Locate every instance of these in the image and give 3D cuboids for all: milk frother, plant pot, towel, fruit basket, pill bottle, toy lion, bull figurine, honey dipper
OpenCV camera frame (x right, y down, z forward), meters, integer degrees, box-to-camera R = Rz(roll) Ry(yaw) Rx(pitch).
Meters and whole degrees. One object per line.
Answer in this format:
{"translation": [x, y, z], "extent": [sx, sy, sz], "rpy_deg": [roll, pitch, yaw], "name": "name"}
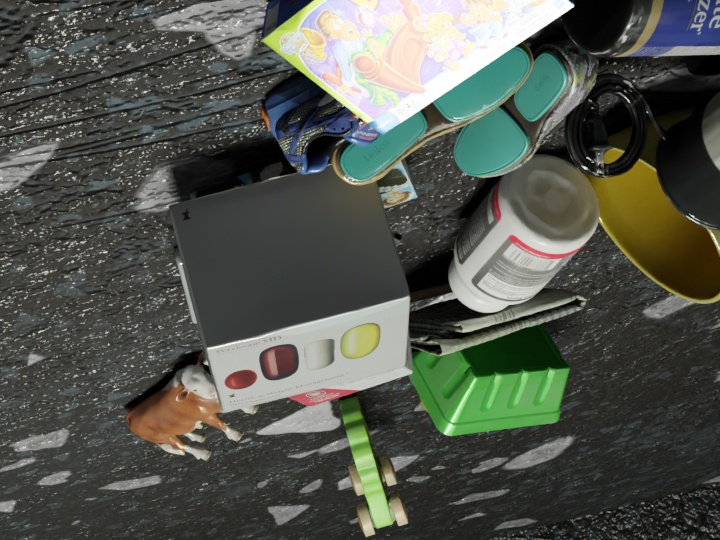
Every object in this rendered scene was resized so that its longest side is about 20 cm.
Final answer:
{"translation": [0.316, -0.138, 1.490], "extent": [0.200, 0.181, 0.188], "rpy_deg": [-21, 167, -28], "name": "milk frother"}
{"translation": [0.345, -0.088, 1.686], "extent": [0.142, 0.200, 0.200], "rpy_deg": [-40, 164, -15], "name": "plant pot"}
{"translation": [0.129, 0.049, 1.922], "extent": [0.200, 0.035, 0.193], "rpy_deg": [-17, -168, -24], "name": "towel"}
{"translation": [0.154, 0.160, 2.220], "extent": [0.215, 0.156, 0.216], "rpy_deg": [-19, 144, -14], "name": "fruit basket"}
{"translation": [0.268, -0.229, 1.333], "extent": [0.200, 0.112, 0.112], "rpy_deg": [-6, 157, -28], "name": "pill bottle"}
{"translation": [0.165, -0.031, 1.761], "extent": [0.111, 0.111, 0.200], "rpy_deg": [-8, 158, -23], "name": "pill bottle"}
{"translation": [0.006, 0.259, 2.331], "extent": [0.069, 0.192, 0.200], "rpy_deg": [-17, -160, 0], "name": "toy lion"}
{"translation": [-0.205, 0.170, 2.031], "extent": [0.121, 0.065, 0.200], "rpy_deg": [35, 142, -23], "name": "bull figurine"}
{"translation": [0.085, 0.027, 1.956], "extent": [0.200, 0.038, 0.038], "rpy_deg": [-16, 160, 2], "name": "honey dipper"}

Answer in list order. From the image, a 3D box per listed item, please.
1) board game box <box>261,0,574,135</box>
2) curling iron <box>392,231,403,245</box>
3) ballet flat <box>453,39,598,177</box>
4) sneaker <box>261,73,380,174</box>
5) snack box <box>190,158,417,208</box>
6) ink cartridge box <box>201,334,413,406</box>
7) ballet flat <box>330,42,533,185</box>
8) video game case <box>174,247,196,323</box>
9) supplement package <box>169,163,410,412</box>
{"translation": [0.042, -0.200, 1.247], "extent": [0.134, 0.045, 0.200], "rpy_deg": [35, 131, -30], "name": "board game box"}
{"translation": [0.000, 0.000, 1.765], "extent": [0.050, 0.026, 0.200], "rpy_deg": [1, 156, -22], "name": "curling iron"}
{"translation": [0.160, -0.148, 1.527], "extent": [0.072, 0.072, 0.200], "rpy_deg": [-5, 157, -29], "name": "ballet flat"}
{"translation": [0.005, -0.146, 1.390], "extent": [0.075, 0.079, 0.200], "rpy_deg": [5, 150, -46], "name": "sneaker"}
{"translation": [-0.052, -0.072, 1.592], "extent": [0.200, 0.037, 0.116], "rpy_deg": [-19, 160, 6], "name": "snack box"}
{"translation": [-0.058, 0.069, 1.768], "extent": [0.145, 0.083, 0.200], "rpy_deg": [-19, 153, 28], "name": "ink cartridge box"}
{"translation": [0.057, -0.149, 1.452], "extent": [0.200, 0.069, 0.063], "rpy_deg": [-31, -161, 5], "name": "ballet flat"}
{"translation": [-0.091, -0.006, 1.755], "extent": [0.200, 0.023, 0.182], "rpy_deg": [-14, 159, -6], "name": "video game case"}
{"translation": [-0.063, 0.018, 1.552], "extent": [0.191, 0.147, 0.200], "rpy_deg": [-14, 159, -5], "name": "supplement package"}
